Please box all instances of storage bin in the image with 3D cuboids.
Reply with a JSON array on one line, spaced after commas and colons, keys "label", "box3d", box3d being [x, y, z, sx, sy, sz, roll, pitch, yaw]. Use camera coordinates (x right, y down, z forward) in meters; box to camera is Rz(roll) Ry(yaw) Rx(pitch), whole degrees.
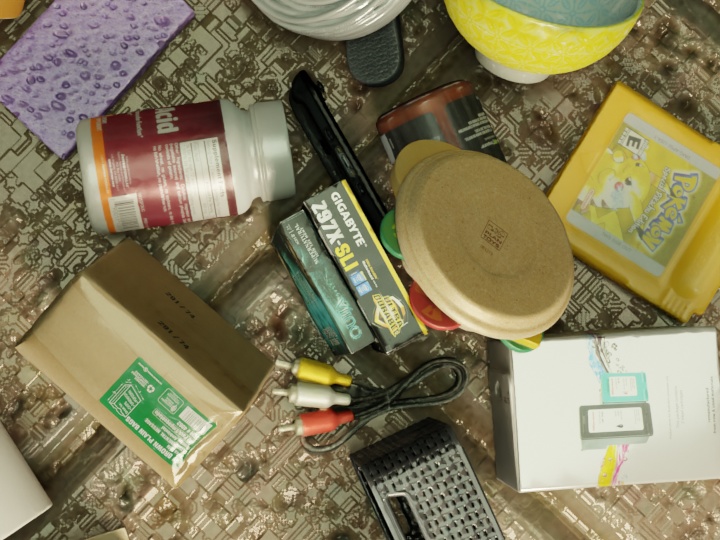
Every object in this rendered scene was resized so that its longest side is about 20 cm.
[{"label": "storage bin", "box3d": [0.063, 0.221, 1.549, 0.094, 0.200, 0.135, -25, 89, -4]}]

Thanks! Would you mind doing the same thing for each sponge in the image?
[{"label": "sponge", "box3d": [-0.270, -0.220, 1.631, 0.112, 0.030, 0.200, 41, 86, -1]}]

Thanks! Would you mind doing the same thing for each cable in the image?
[{"label": "cable", "box3d": [-0.027, -0.326, 1.607, 0.200, 0.069, 0.200, 30, 96, 18]}, {"label": "cable", "box3d": [0.011, 0.132, 1.624, 0.199, 0.050, 0.097, -2, 86, -3]}]

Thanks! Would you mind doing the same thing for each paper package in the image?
[{"label": "paper package", "box3d": [-0.198, 0.081, 1.537, 0.200, 0.191, 0.103, 42, 103, -3]}]

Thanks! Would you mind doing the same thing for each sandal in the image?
[{"label": "sandal", "box3d": [0.014, -0.283, 1.649, 0.076, 0.043, 0.201, 3, 87, 16]}]

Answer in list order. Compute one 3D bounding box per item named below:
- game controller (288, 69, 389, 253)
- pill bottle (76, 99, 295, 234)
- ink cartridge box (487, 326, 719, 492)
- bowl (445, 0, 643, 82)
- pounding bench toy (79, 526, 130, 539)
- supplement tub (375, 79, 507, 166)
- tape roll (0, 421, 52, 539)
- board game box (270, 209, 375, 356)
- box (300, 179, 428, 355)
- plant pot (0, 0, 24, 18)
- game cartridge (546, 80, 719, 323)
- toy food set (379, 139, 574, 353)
[{"label": "game controller", "box3d": [-0.011, -0.105, 1.607, 0.042, 0.104, 0.200, -30, 90, -8]}, {"label": "pill bottle", "box3d": [-0.168, -0.104, 1.591, 0.199, 0.114, 0.114, -9, 88, -5]}, {"label": "ink cartridge box", "box3d": [0.234, 0.131, 1.595, 0.199, 0.147, 0.146, -3, 88, -4]}, {"label": "bowl", "box3d": [0.165, -0.250, 1.607, 0.200, 0.200, 0.108, 14, 129, -4]}, {"label": "pounding bench toy", "box3d": [-0.302, 0.337, 1.539, 0.200, 0.156, 0.125, -17, 89, -5]}, {"label": "supplement tub", "box3d": [0.099, -0.079, 1.613, 0.107, 0.107, 0.200, -24, 90, -5]}, {"label": "tape roll", "box3d": [-0.406, 0.214, 1.515, 0.202, 0.203, 0.139, -32, 91, -5]}, {"label": "board game box", "box3d": [-0.039, 0.016, 1.551, 0.028, 0.200, 0.135, -29, 89, -7]}, {"label": "box", "box3d": [0.000, 0.000, 1.556, 0.049, 0.200, 0.160, -27, 89, -3]}, {"label": "plant pot", "box3d": [-0.381, -0.337, 1.557, 0.200, 0.200, 0.184, 4, 102, -4]}, {"label": "game cartridge", "box3d": [0.299, -0.067, 1.666, 0.200, 0.032, 0.177, 31, 86, -1]}, {"label": "toy food set", "box3d": [0.109, -0.022, 1.505, 0.200, 0.049, 0.198, 24, 54, -19]}]
